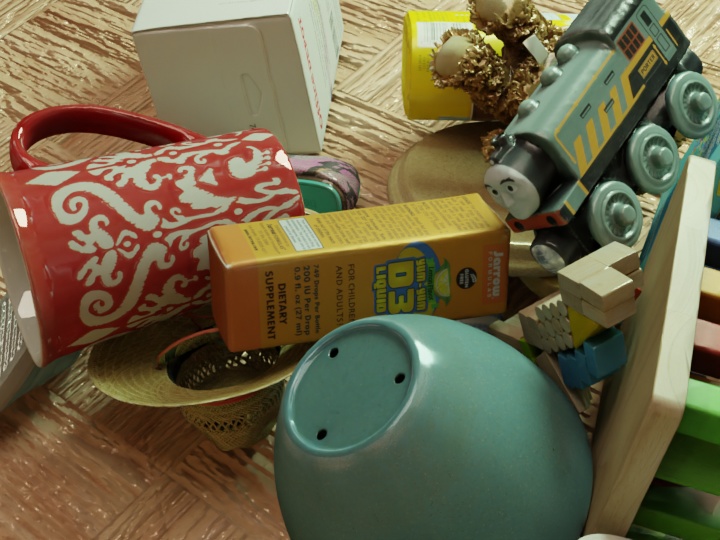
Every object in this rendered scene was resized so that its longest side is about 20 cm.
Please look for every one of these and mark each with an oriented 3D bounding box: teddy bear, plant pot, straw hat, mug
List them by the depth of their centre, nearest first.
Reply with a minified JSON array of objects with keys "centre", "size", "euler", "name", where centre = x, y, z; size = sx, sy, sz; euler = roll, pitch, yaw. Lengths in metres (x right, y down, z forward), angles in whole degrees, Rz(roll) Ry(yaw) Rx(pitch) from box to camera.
[{"centre":[0.025,0.105,0.803],"size":[0.198,0.135,0.202],"euler":[-19,45,21],"name":"plant pot"},{"centre":[-0.152,-0.046,0.929],"size":[0.197,0.180,0.133],"euler":[-15,-1,-21],"name":"mug"},{"centre":[-0.092,0.077,0.942],"size":[0.197,0.086,0.202],"euler":[-8,25,4],"name":"straw hat"},{"centre":[0.145,-0.132,0.993],"size":[0.197,0.067,0.147],"euler":[21,81,0],"name":"teddy bear"}]

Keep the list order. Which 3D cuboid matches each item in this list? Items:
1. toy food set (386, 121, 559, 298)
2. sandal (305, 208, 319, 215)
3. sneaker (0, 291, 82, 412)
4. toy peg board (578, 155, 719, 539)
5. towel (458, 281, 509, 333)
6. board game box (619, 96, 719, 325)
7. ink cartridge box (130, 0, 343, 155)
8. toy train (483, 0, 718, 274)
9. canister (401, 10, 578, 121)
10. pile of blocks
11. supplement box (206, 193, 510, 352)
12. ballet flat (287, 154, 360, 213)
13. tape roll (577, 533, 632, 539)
[{"centre":[0.118,-0.052,1.032],"size":[0.196,0.049,0.199],"euler":[8,38,3],"name":"toy food set"},{"centre":[-0.124,-0.028,1.070],"size":[0.208,0.078,0.070],"euler":[-16,39,7],"name":"sandal"},{"centre":[-0.256,0.071,1.012],"size":[0.200,0.082,0.074],"euler":[-44,56,1],"name":"sneaker"},{"centre":[0.204,0.079,0.797],"size":[0.096,0.202,0.201],"euler":[16,47,6],"name":"toy peg board"},{"centre":[0.036,0.036,0.998],"size":[0.144,0.024,0.202],"euler":[2,45,15],"name":"towel"},{"centre":[0.252,-0.064,0.916],"size":[0.046,0.201,0.152],"euler":[26,50,4],"name":"board game box"},{"centre":[-0.104,-0.220,1.212],"size":[0.143,0.148,0.202],"euler":[-3,43,10],"name":"ink cartridge box"},{"centre":[0.158,-0.095,0.890],"size":[0.201,0.114,0.085],"euler":[-52,20,-23],"name":"toy train"},{"centre":[0.133,-0.168,1.090],"size":[0.196,0.088,0.149],"euler":[1,18,0],"name":"canister"},{"centre":[0.147,0.041,0.853],"size":[0.061,0.200,0.083],"euler":[-25,81,-17],"name":"pile of blocks"},{"centre":[0.000,0.000,0.891],"size":[0.197,0.068,0.069],"euler":[-9,26,-16],"name":"supplement box"},{"centre":[-0.094,-0.074,1.125],"size":[0.197,0.070,0.071],"euler":[5,27,14],"name":"ballet flat"},{"centre":[0.176,0.215,0.666],"size":[0.037,0.201,0.203],"euler":[-55,43,17],"name":"tape roll"}]
